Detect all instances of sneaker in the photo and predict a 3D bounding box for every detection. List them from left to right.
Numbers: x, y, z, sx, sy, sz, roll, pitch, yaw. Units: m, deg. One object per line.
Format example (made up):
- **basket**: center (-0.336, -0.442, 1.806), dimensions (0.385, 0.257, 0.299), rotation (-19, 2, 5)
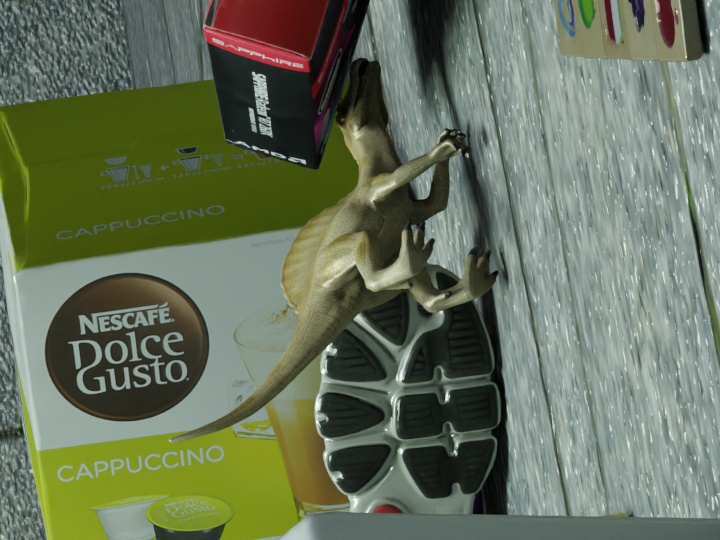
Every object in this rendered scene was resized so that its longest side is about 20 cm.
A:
- **sneaker**: center (0.021, 0.080, 1.268), dimensions (0.084, 0.080, 0.201), rotation (-95, 2, -60)

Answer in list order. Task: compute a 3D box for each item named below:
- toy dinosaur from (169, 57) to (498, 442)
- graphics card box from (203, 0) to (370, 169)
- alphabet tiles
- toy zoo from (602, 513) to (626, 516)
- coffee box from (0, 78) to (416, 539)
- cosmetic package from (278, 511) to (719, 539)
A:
- **toy dinosaur**: center (0.000, 0.000, 1.189), dimensions (0.058, 0.101, 0.201), rotation (45, -127, -35)
- **graphics card box**: center (-0.024, -0.127, 1.214), dimensions (0.200, 0.051, 0.126), rotation (96, -170, -79)
- **alphabet tiles**: center (0.071, -0.166, 0.889), dimensions (0.167, 0.008, 0.201), rotation (-149, 52, -80)
- **toy zoo**: center (0.091, 0.171, 1.045), dimensions (0.200, 0.020, 0.132), rotation (103, 157, -68)
- **coffee box**: center (-0.081, 0.028, 1.473), dimensions (0.200, 0.199, 0.199), rotation (-113, 16, -62)
- **cosmetic package**: center (0.026, 0.178, 0.767), dimensions (0.200, 0.166, 0.168), rotation (-44, 51, 50)
